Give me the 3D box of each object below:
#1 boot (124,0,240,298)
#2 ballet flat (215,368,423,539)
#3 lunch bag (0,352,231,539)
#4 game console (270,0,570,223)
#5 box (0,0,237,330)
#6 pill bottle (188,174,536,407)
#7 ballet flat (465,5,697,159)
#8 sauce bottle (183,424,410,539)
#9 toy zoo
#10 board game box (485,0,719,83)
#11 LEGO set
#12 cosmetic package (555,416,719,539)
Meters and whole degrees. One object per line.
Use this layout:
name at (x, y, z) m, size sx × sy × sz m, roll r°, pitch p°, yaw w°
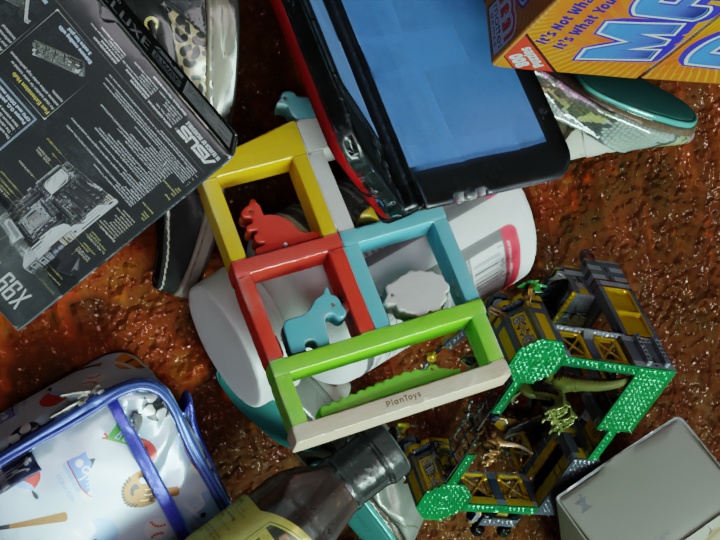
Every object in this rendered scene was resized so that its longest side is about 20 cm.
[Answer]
boot at (-0.151, -0.084, 0.885) m, size 0.149 × 0.073 × 0.202 m, roll 3°, pitch 114°, yaw -15°
ballet flat at (-0.020, 0.106, 1.007) m, size 0.200 × 0.067 × 0.064 m, roll 51°, pitch 59°, yaw -26°
lunch bag at (-0.157, 0.157, 0.960) m, size 0.159 × 0.076 × 0.201 m, roll -28°, pitch 115°, yaw -12°
game console at (0.023, -0.143, 0.848) m, size 0.118 × 0.172 × 0.201 m, roll -24°, pitch 71°, yaw 6°
box at (-0.187, -0.092, 0.806) m, size 0.157 × 0.050 × 0.200 m, roll -38°, pitch 107°, yaw 11°
pill bottle at (0.000, 0.000, 0.926) m, size 0.199 × 0.110 × 0.112 m, roll -29°, pitch 115°, yaw -21°
ballet flat at (0.121, -0.112, 0.983) m, size 0.199 × 0.069 × 0.071 m, roll 21°, pitch 117°, yaw -20°
sauce bottle at (-0.058, 0.166, 0.933) m, size 0.199 × 0.066 × 0.066 m, roll -37°, pitch 115°, yaw -12°
toy zoo at (-0.011, -0.011, 0.855) m, size 0.130 × 0.020 × 0.201 m, roll -16°, pitch 71°, yaw -18°
board game box at (0.192, -0.238, 0.847) m, size 0.198 × 0.200 × 0.202 m, roll 2°, pitch 73°, yaw -20°
LEGO set at (0.101, 0.067, 0.987) m, size 0.152 × 0.116 × 0.201 m, roll 1°, pitch 133°, yaw -22°
cosmetic package at (0.199, 0.193, 1.045) m, size 0.103 × 0.073 × 0.200 m, roll -32°, pitch 150°, yaw -7°
